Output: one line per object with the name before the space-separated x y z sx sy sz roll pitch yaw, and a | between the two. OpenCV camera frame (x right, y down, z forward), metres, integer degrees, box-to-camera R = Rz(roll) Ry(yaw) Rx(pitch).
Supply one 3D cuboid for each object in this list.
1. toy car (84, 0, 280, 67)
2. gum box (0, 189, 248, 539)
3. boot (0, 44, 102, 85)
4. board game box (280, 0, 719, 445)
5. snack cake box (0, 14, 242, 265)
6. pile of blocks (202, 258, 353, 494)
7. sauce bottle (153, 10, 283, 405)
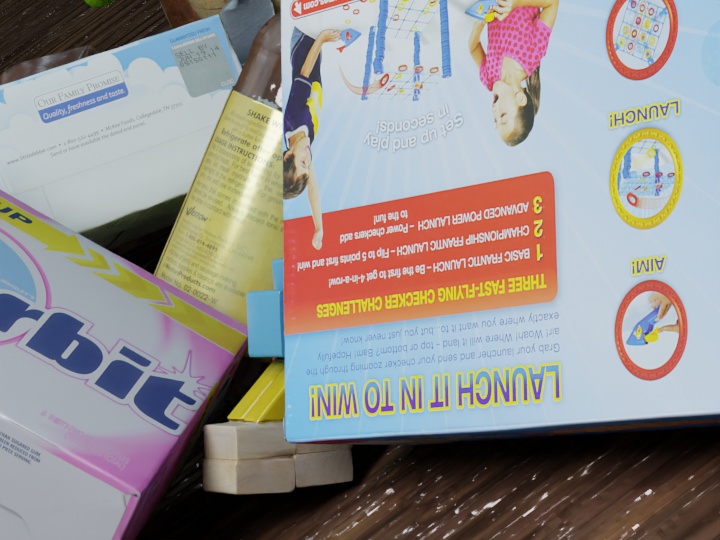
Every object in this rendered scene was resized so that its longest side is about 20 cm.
toy car | -0.031 -0.130 1.029 0.164 0.158 0.200 -28 24 -8
gum box | -0.151 0.022 0.768 0.066 0.200 0.114 -62 -2 31
boot | -0.193 -0.074 1.167 0.200 0.186 0.064 -92 20 -62
board game box | 0.056 -0.049 0.678 0.056 0.197 0.200 4 -8 -39
snack cake box | -0.124 -0.036 0.961 0.115 0.067 0.200 -22 -3 -23
pile of blocks | 0.000 0.000 0.796 0.200 0.082 0.062 -46 20 -26
sauce bottle | -0.022 -0.049 0.837 0.201 0.065 0.065 -67 20 7
